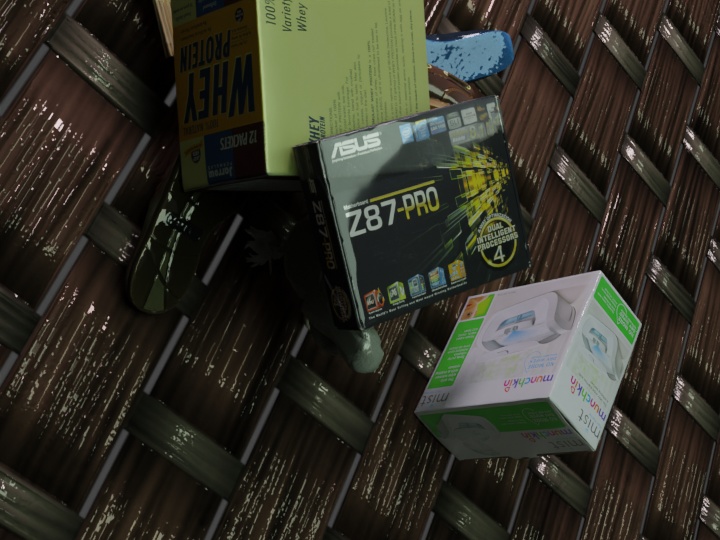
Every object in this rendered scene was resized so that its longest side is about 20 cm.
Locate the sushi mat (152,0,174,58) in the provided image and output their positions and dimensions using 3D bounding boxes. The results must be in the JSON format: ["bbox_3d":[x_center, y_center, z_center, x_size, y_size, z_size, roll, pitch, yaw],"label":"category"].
[{"bbox_3d":[-0.170,-0.306,1.101,0.095,0.012,0.202,-16,94,-43],"label":"sushi mat"}]

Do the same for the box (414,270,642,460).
[{"bbox_3d":[0.185,0.111,1.267,0.097,0.199,0.177,47,54,-24],"label":"box"}]

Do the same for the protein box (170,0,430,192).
[{"bbox_3d":[-0.053,-0.176,1.055,0.199,0.134,0.201,-3,89,-42],"label":"protein box"}]

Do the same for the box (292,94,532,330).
[{"bbox_3d":[0.050,-0.053,1.000,0.198,0.049,0.163,-17,98,-31],"label":"box"}]

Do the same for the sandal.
[{"bbox_3d":[-0.165,-0.052,1.079,0.081,0.054,0.202,33,75,-34],"label":"sandal"}]

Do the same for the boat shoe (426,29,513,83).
[{"bbox_3d":[0.080,-0.233,1.326,0.198,0.069,0.085,-6,100,-21],"label":"boat shoe"}]

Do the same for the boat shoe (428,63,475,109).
[{"bbox_3d":[0.035,-0.205,1.248,0.198,0.070,0.071,24,55,-17],"label":"boat shoe"}]

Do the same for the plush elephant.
[{"bbox_3d":[0.000,0.000,1.147,0.154,0.199,0.167,5,101,-54],"label":"plush elephant"}]
